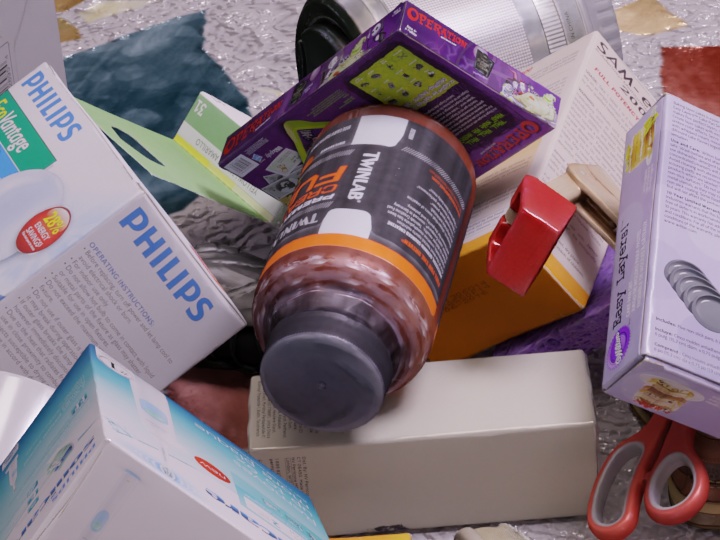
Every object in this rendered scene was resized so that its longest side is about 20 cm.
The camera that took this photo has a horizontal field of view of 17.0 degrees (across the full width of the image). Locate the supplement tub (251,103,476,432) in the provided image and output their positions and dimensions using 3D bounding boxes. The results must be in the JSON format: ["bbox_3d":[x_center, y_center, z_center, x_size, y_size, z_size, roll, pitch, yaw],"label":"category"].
[{"bbox_3d":[0.000,0.000,1.378,0.106,0.108,0.201,3,38,13],"label":"supplement tub"}]

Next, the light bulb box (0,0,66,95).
[{"bbox_3d":[-0.321,-0.134,1.690,0.199,0.200,0.125,8,31,23],"label":"light bulb box"}]

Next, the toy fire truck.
[{"bbox_3d":[0.160,-0.025,1.424,0.140,0.049,0.200,29,29,3],"label":"toy fire truck"}]

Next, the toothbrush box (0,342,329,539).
[{"bbox_3d":[-0.091,0.127,1.148,0.146,0.086,0.200,36,4,-12],"label":"toothbrush box"}]

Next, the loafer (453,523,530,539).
[{"bbox_3d":[0.120,0.193,1.221,0.068,0.076,0.200,-22,44,-29],"label":"loafer"}]

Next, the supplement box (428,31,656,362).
[{"bbox_3d":[0.101,-0.045,1.527,0.126,0.074,0.201,-25,28,41],"label":"supplement box"}]

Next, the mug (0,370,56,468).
[{"bbox_3d":[-0.215,0.169,1.280,0.149,0.187,0.154,28,41,-9],"label":"mug"}]

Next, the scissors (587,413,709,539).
[{"bbox_3d":[0.177,0.068,1.351,0.073,0.014,0.201,-13,42,37],"label":"scissors"}]

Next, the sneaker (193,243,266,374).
[{"bbox_3d":[-0.062,0.032,1.516,0.198,0.076,0.091,-10,37,-4],"label":"sneaker"}]

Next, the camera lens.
[{"bbox_3d":[0.064,-0.145,1.702,0.199,0.161,0.160,-18,33,-21],"label":"camera lens"}]

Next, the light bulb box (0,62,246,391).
[{"bbox_3d":[-0.208,0.010,1.456,0.200,0.125,0.198,-38,37,-4],"label":"light bulb box"}]

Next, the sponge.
[{"bbox_3d":[0.139,-0.008,1.538,0.111,0.030,0.200,-32,24,23],"label":"sponge"}]

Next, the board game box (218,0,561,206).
[{"bbox_3d":[0.015,-0.084,1.470,0.200,0.120,0.032,-32,32,48],"label":"board game box"}]

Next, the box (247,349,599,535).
[{"bbox_3d":[0.036,0.100,1.388,0.198,0.069,0.082,-4,31,2],"label":"box"}]

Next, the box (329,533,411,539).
[{"bbox_3d":[-0.029,0.211,1.240,0.118,0.042,0.200,-4,29,2],"label":"box"}]

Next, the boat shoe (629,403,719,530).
[{"bbox_3d":[0.198,0.068,1.415,0.071,0.068,0.201,-6,31,-2],"label":"boat shoe"}]

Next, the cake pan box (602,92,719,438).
[{"bbox_3d":[0.235,0.016,1.344,0.199,0.052,0.185,20,55,-17],"label":"cake pan box"}]

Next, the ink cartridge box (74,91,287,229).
[{"bbox_3d":[-0.085,-0.074,1.608,0.199,0.048,0.145,27,8,-40],"label":"ink cartridge box"}]
